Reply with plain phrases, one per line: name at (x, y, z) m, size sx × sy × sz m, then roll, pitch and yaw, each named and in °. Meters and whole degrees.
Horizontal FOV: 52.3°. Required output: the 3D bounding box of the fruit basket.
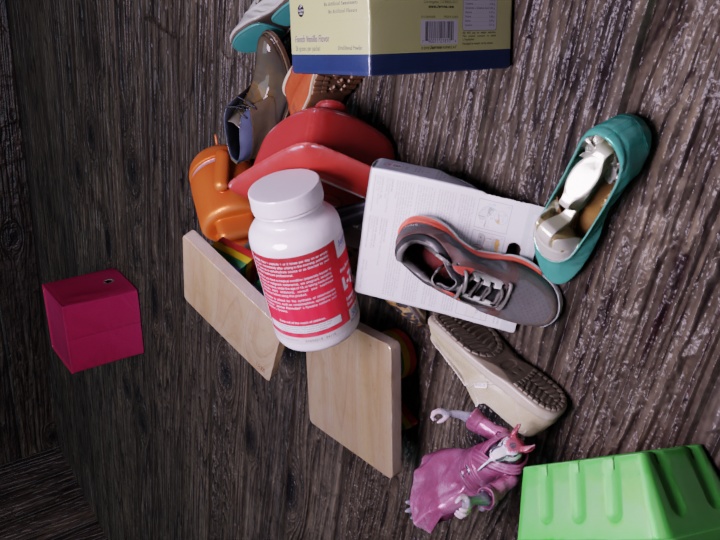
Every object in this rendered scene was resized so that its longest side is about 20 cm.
fruit basket at (0.249, 0.279, 0.698) m, size 0.215 × 0.154 × 0.219 m, roll -6°, pitch 82°, yaw 59°

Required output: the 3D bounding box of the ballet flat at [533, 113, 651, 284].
ballet flat at (0.205, -0.062, 0.711) m, size 0.067 × 0.070 × 0.201 m, roll 50°, pitch 139°, yaw 31°

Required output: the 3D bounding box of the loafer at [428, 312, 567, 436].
loafer at (0.147, 0.121, 0.858) m, size 0.200 × 0.075 × 0.069 m, roll 43°, pitch 128°, yaw 38°

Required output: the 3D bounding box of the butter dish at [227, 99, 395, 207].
butter dish at (-0.044, -0.154, 0.965) m, size 0.199 × 0.199 × 0.150 m, roll -18°, pitch 62°, yaw 49°

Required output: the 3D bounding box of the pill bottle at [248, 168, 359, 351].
pill bottle at (-0.070, -0.013, 0.878) m, size 0.112 × 0.112 × 0.202 m, roll 29°, pitch 140°, yaw 46°

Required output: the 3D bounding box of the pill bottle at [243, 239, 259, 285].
pill bottle at (-0.129, -0.020, 1.168) m, size 0.200 × 0.110 × 0.112 m, roll -39°, pitch 71°, yaw 54°

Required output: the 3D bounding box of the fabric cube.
fabric cube at (-0.727, 0.130, 1.996) m, size 0.196 × 0.198 × 0.202 m, roll 28°, pitch 124°, yaw 48°

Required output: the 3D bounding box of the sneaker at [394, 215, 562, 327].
sneaker at (0.120, 0.015, 0.789) m, size 0.198 × 0.082 × 0.078 m, roll 25°, pitch 118°, yaw 8°

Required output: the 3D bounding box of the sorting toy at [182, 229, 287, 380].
sorting toy at (-0.175, 0.043, 1.110) m, size 0.199 × 0.070 × 0.200 m, roll 42°, pitch 151°, yaw 11°

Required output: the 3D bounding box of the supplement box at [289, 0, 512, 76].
supplement box at (0.042, -0.305, 0.740) m, size 0.134 × 0.198 × 0.202 m, roll 19°, pitch 117°, yaw 49°

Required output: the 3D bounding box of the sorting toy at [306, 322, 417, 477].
sorting toy at (0.006, 0.160, 1.068) m, size 0.198 × 0.069 × 0.202 m, roll 22°, pitch 120°, yaw 48°

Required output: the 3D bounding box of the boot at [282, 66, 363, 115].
boot at (-0.056, -0.276, 1.007) m, size 0.200 × 0.074 × 0.108 m, roll -52°, pitch 53°, yaw 49°

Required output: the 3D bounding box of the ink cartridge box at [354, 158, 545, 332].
ink cartridge box at (0.098, -0.029, 0.852) m, size 0.198 × 0.057 × 0.164 m, roll 12°, pitch 117°, yaw 7°

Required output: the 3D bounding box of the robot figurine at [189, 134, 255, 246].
robot figurine at (-0.227, -0.130, 1.250) m, size 0.116 × 0.143 × 0.202 m, roll -30°, pitch 63°, yaw 20°

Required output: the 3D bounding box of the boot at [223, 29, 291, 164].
boot at (-0.156, -0.253, 1.106) m, size 0.074 × 0.096 × 0.202 m, roll 33°, pitch 138°, yaw 35°

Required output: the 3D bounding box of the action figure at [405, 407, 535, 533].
action figure at (0.139, 0.234, 0.833) m, size 0.200 × 0.148 × 0.135 m, roll -44°, pitch 34°, yaw 45°

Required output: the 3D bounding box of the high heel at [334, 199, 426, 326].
high heel at (0.000, 0.000, 0.971) m, size 0.141 × 0.072 × 0.201 m, roll -12°, pitch 119°, yaw 32°

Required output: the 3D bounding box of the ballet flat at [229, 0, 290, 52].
ballet flat at (-0.127, -0.384, 1.082) m, size 0.199 × 0.069 × 0.070 m, roll -12°, pitch 93°, yaw 52°
